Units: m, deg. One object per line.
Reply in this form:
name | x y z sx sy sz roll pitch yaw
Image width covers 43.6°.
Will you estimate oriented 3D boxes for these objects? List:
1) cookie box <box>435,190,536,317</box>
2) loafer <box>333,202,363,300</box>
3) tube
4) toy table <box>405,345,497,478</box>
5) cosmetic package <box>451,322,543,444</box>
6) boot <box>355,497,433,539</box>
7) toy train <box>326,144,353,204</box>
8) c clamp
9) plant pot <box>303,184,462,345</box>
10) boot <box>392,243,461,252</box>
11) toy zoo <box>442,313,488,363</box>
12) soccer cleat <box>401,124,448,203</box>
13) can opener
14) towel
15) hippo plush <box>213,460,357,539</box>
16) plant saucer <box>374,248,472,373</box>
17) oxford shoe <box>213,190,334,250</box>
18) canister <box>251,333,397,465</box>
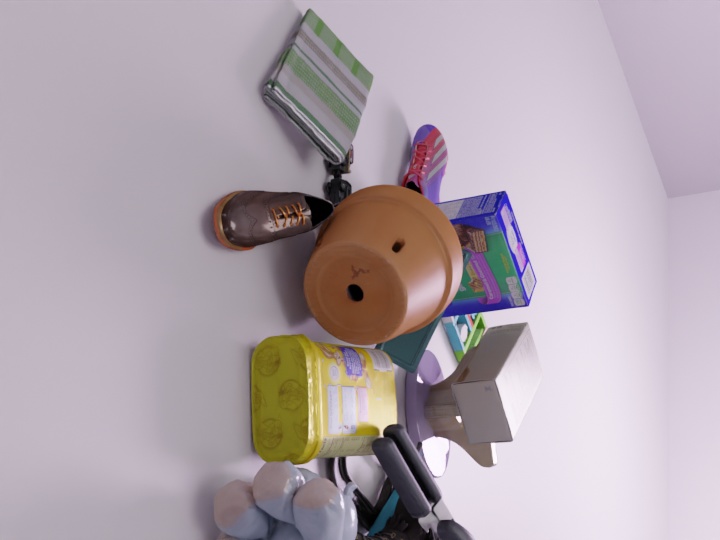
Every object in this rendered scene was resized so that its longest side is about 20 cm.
cookie box | 0.152 -0.019 1.407 0.172 0.199 0.075 66 33 -24
loafer | 0.000 0.000 1.264 0.063 0.071 0.201 -60 136 -43
tube | 0.047 0.348 1.248 0.200 0.050 0.078 -52 147 -46
toy table | 0.151 0.222 1.425 0.184 0.116 0.201 -14 94 -61
cosmetic package | 0.209 0.166 1.354 0.200 0.071 0.106 -39 115 -59
boot | 0.001 0.339 1.125 0.174 0.069 0.201 32 49 -22
toy train | -0.026 -0.169 1.297 0.046 0.034 0.201 32 55 -58
c clamp | 0.017 0.271 1.265 0.200 0.027 0.172 53 45 -41
plant pot | 0.016 0.006 1.145 0.140 0.199 0.201 -43 119 -59
boot | 0.060 -0.039 1.271 0.074 0.200 0.076 -45 116 -23
toy zoo | 0.176 0.063 1.613 0.201 0.020 0.131 68 31 -24
soccer cleat | 0.102 -0.162 1.502 0.076 0.066 0.201 30 59 -49
can opener | 0.089 0.281 1.122 0.053 0.067 0.201 -43 109 -42
towel | -0.054 -0.255 1.247 0.149 0.031 0.201 44 41 -26
hippo plush | -0.050 0.270 0.985 0.160 0.199 0.161 -65 171 18
plant saucer | 0.093 0.047 1.332 0.201 0.070 0.019 -63 176 -6
oxford shoe | -0.103 -0.069 1.087 0.200 0.072 0.072 -22 101 -61
canister | -0.039 0.161 1.112 0.200 0.086 0.150 14 70 -55
